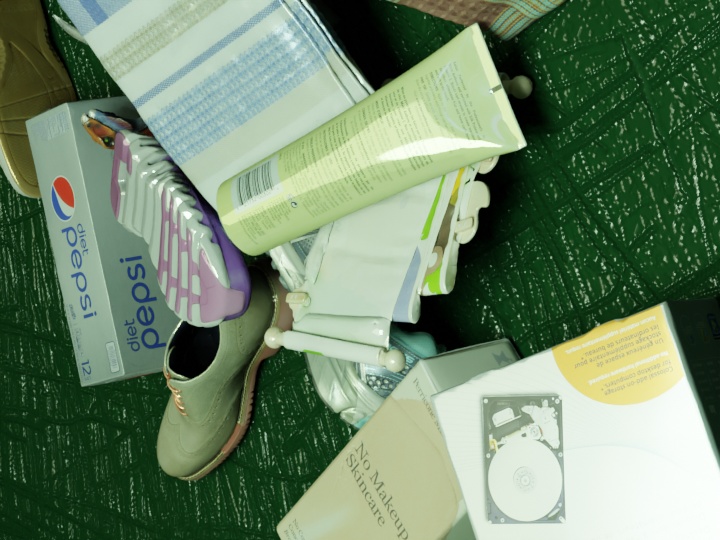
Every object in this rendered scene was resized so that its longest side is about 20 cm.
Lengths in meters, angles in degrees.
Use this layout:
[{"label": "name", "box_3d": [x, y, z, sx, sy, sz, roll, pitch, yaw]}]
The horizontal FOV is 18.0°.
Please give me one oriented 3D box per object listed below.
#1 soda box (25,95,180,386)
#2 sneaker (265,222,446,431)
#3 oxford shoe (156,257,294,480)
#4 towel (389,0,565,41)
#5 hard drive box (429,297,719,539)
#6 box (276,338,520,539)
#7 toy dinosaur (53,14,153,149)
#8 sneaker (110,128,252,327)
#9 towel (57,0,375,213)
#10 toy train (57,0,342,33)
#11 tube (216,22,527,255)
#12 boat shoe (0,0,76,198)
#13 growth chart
[{"label": "soda box", "box_3d": [-0.179, -0.022, 1.644, 0.063, 0.068, 0.202, -16, 85, 52]}, {"label": "sneaker", "box_3d": [0.000, 0.000, 1.443, 0.086, 0.077, 0.201, -32, 61, 19]}, {"label": "oxford shoe", "box_3d": [-0.113, 0.071, 1.578, 0.071, 0.073, 0.201, 49, 132, 32]}, {"label": "towel", "box_3d": [0.086, -0.189, 1.230, 0.200, 0.146, 0.022, -35, 48, 48]}, {"label": "hard drive box", "box_3d": [0.147, 0.135, 1.236, 0.155, 0.077, 0.201, -24, 79, 28]}, {"label": "box", "box_3d": [0.038, 0.138, 1.404, 0.095, 0.077, 0.200, 59, 137, 23]}, {"label": "toy dinosaur", "box_3d": [-0.136, -0.160, 1.545, 0.199, 0.105, 0.183, 20, 123, 41]}, {"label": "sneaker", "box_3d": [-0.101, -0.035, 1.512, 0.200, 0.088, 0.081, -126, 39, -53]}, {"label": "towel", "box_3d": [-0.085, -0.135, 1.399, 0.146, 0.024, 0.200, -32, 100, 30]}, {"label": "toy train", "box_3d": [-0.106, -0.174, 1.451, 0.200, 0.085, 0.114, 44, 115, -7]}, {"label": "tube", "box_3d": [0.004, -0.068, 1.354, 0.199, 0.058, 0.052, -27, 34, 29]}, {"label": "boat shoe", "box_3d": [-0.266, -0.142, 1.729, 0.069, 0.070, 0.201, -33, 66, 53]}, {"label": "growth chart", "box_3d": [0.024, -0.033, 1.364, 0.144, 0.018, 0.201, 17, 80, 50]}]
